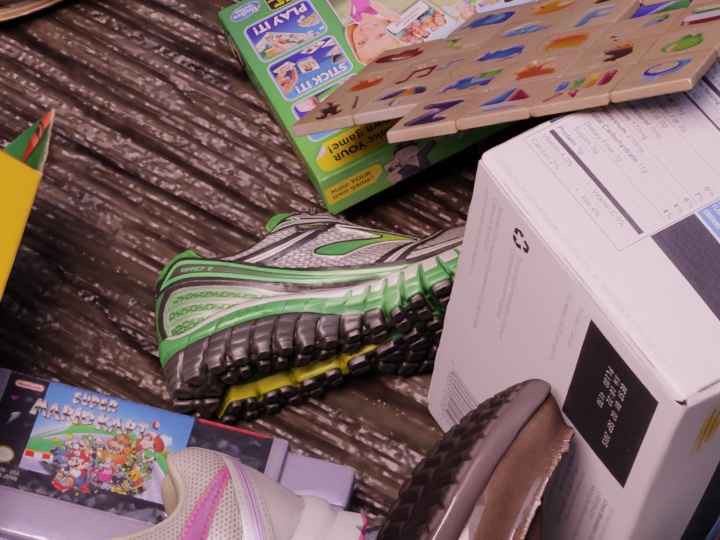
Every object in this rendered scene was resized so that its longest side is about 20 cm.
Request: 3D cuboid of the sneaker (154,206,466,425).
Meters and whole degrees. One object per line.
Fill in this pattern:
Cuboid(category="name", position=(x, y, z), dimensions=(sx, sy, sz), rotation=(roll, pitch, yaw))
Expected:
Cuboid(category="sneaker", position=(0.000, 0.000, 0.854), dimensions=(0.199, 0.078, 0.086), rotation=(-14, 60, -13))

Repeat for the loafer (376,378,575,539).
Cuboid(category="loafer", position=(0.035, 0.135, 0.702), dimensions=(0.071, 0.073, 0.201), rotation=(31, 72, -9))

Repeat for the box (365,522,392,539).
Cuboid(category="box", position=(-0.023, 0.208, 0.720), dimensions=(0.199, 0.048, 0.194), rotation=(-12, 71, -13))

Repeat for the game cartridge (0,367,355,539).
Cuboid(category="game cartridge", position=(-0.111, 0.116, 0.799), dimensions=(0.199, 0.038, 0.130), rotation=(14, 62, 3))

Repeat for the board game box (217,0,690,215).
Cuboid(category="board game box", position=(0.045, -0.123, 0.924), dimensions=(0.199, 0.029, 0.135), rotation=(-27, 51, -6))

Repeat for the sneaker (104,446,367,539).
Cuboid(category="sneaker", position=(-0.085, 0.147, 0.672), dimensions=(0.088, 0.081, 0.200), rotation=(35, 62, 6))

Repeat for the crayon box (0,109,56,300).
Cuboid(category="crayon box", position=(-0.202, 0.024, 0.792), dimensions=(0.051, 0.127, 0.201), rotation=(30, 52, -26))

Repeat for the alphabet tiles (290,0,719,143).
Cuboid(category="alphabet tiles", position=(0.074, -0.092, 0.798), dimensions=(0.199, 0.008, 0.167), rotation=(-8, 22, 32))

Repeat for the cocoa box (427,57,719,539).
Cuboid(category="cocoa box", position=(0.125, 0.028, 0.775), dimensions=(0.131, 0.200, 0.134), rotation=(-27, 63, -20))

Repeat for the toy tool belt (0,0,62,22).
Cuboid(category="toy tool belt", position=(-0.214, -0.189, 0.945), dimensions=(0.199, 0.126, 0.123), rotation=(-10, 28, -15))

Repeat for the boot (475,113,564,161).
Cuboid(category="boot", position=(0.144, -0.110, 0.954), dimensions=(0.187, 0.069, 0.201), rotation=(-7, 53, 5))
